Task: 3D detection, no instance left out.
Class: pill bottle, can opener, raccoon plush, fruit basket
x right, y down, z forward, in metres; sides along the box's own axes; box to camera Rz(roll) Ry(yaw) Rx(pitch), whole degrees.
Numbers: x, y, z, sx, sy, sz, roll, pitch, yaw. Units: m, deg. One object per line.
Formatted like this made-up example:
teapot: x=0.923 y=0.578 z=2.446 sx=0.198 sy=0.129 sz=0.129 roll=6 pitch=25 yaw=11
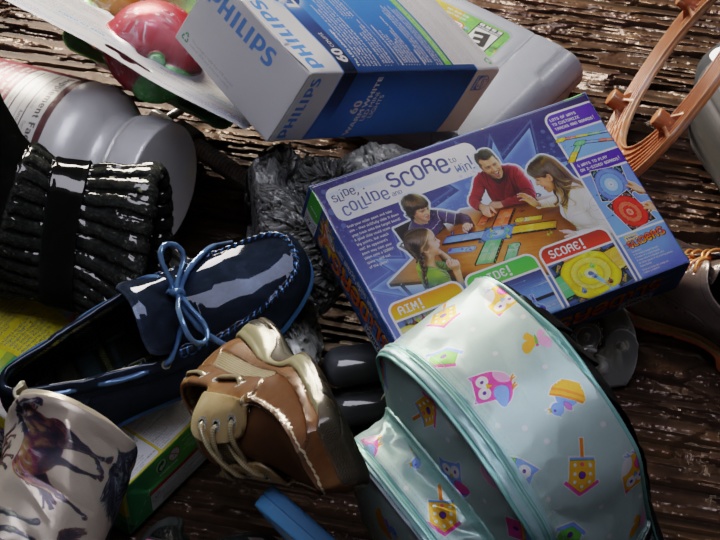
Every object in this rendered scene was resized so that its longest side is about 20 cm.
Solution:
pill bottle: x=-0.212 y=-0.075 z=1.596 sx=0.199 sy=0.113 sz=0.113 roll=15 pitch=49 yaw=24
can opener: x=0.075 y=0.055 z=1.525 sx=0.198 sy=0.054 sz=0.067 roll=-8 pitch=17 yaw=-4
raccoon plush: x=0.000 y=0.000 z=1.528 sx=0.133 sy=0.097 sz=0.201 roll=-2 pitch=58 yaw=-9
fruit basket: x=-0.138 y=-0.146 z=1.606 sx=0.184 sy=0.094 sz=0.200 roll=28 pitch=21 yaw=1

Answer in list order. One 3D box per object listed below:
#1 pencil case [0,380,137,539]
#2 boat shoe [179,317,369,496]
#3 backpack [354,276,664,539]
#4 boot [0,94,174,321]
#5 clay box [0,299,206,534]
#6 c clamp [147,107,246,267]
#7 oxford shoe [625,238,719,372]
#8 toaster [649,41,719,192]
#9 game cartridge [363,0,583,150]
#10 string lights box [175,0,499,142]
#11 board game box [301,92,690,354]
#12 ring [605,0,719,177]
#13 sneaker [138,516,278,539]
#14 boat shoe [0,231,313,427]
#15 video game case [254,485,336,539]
pencil case: x=-0.193 y=0.165 z=1.362 sx=0.089 sy=0.078 sz=0.201 roll=19 pitch=72 yaw=5
boat shoe: x=-0.051 y=0.085 z=1.316 sx=0.074 sy=0.076 sz=0.200 roll=-28 pitch=15 yaw=-8
backpack: x=0.078 y=0.112 z=1.355 sx=0.153 sy=0.201 sz=0.176 roll=-27 pitch=52 yaw=-17
boot: x=-0.195 y=-0.067 z=1.475 sx=0.157 sy=0.212 sz=0.080 roll=7 pitch=35 yaw=19
clay box: x=-0.181 y=0.068 z=1.516 sx=0.199 sy=0.048 sz=0.115 roll=28 pitch=55 yaw=28
c clamp: x=-0.094 y=-0.049 z=1.637 sx=0.170 sy=0.027 sz=0.200 roll=-32 pitch=53 yaw=-25
oxford shoe: x=0.213 y=0.005 z=1.537 sx=0.199 sy=0.073 sz=0.071 roll=32 pitch=57 yaw=29
toaster: x=0.303 y=-0.087 z=1.594 sx=0.199 sy=0.114 sz=0.130 roll=-13 pitch=49 yaw=-11
game cartridge: x=0.039 y=-0.142 z=1.713 sx=0.199 sy=0.041 sz=0.133 roll=28 pitch=58 yaw=26
string lights box: x=-0.012 y=-0.140 z=1.572 sx=0.199 sy=0.059 sz=0.103 roll=-7 pitch=49 yaw=-51
board game box: x=0.082 y=-0.020 z=1.484 sx=0.199 sy=0.035 sz=0.136 roll=-19 pitch=65 yaw=-21
ring: x=0.208 y=-0.137 z=1.602 sx=0.019 sy=0.200 sz=0.201 roll=34 pitch=50 yaw=-9
sneaker: x=-0.053 y=0.188 z=1.365 sx=0.199 sy=0.081 sz=0.087 roll=19 pitch=60 yaw=18
boat shoe: x=-0.118 y=0.040 z=1.426 sx=0.199 sy=0.069 sz=0.084 roll=-36 pitch=54 yaw=-3
video game case: x=0.035 y=0.203 z=1.315 sx=0.018 sy=0.143 sz=0.200 roll=-47 pitch=58 yaw=-7
